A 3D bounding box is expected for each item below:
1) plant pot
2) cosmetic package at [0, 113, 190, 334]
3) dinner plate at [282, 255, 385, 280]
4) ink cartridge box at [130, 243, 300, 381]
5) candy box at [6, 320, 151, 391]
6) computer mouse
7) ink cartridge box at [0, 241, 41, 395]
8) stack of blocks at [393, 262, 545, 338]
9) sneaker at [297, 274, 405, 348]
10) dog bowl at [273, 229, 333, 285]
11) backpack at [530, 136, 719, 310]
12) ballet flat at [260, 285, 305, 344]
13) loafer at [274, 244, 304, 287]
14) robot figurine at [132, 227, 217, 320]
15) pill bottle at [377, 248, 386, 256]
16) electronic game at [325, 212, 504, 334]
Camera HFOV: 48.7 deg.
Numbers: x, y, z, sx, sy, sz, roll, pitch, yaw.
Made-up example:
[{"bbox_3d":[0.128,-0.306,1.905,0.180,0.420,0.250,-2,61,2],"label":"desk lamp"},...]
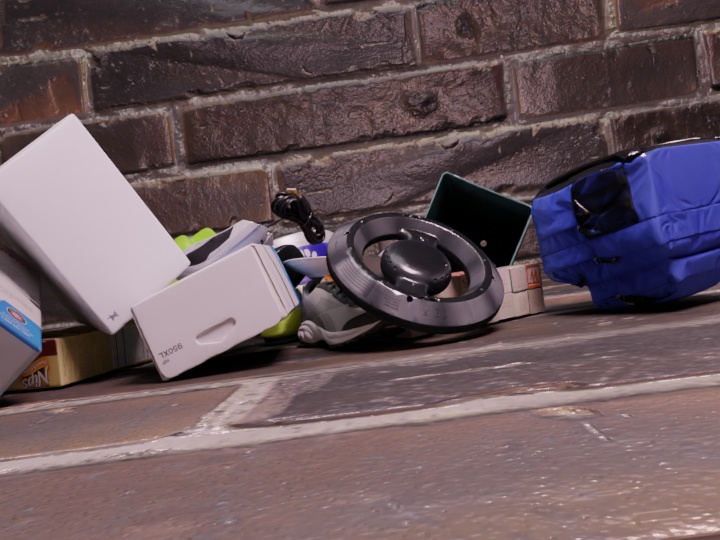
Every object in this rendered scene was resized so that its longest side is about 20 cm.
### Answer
[{"bbox_3d":[0.170,-0.031,1.198,0.139,0.144,0.200,23,-4,14],"label":"plant pot"},{"bbox_3d":[-0.321,-0.048,0.903,0.123,0.201,0.199,-43,21,-20],"label":"cosmetic package"},{"bbox_3d":[0.000,0.000,0.999,0.195,0.025,0.200,1,-5,0],"label":"dinner plate"},{"bbox_3d":[-0.149,0.039,0.871,0.142,0.086,0.200,-28,1,-1],"label":"ink cartridge box"},{"bbox_3d":[-0.342,0.098,0.947,0.113,0.057,0.200,-6,2,16],"label":"candy box"},{"bbox_3d":[-0.142,-0.025,0.989,0.197,0.044,0.110,-29,-28,4],"label":"computer mouse"},{"bbox_3d":[-0.401,0.024,0.791,0.084,0.146,0.200,-46,30,0],"label":"ink cartridge box"},{"bbox_3d":[0.111,0.035,0.945,0.197,0.060,0.114,-8,1,-37],"label":"stack of blocks"},{"bbox_3d":[-0.018,0.044,0.893,0.073,0.082,0.199,-6,1,-31],"label":"sneaker"},{"bbox_3d":[-0.115,0.019,1.241,0.196,0.080,0.201,-22,-15,-6],"label":"dog bowl"},{"bbox_3d":[0.287,-0.044,0.874,0.159,0.172,0.199,-5,-5,-31],"label":"backpack"},{"bbox_3d":[-0.087,0.056,1.104,0.065,0.069,0.199,-7,1,20],"label":"ballet flat"},{"bbox_3d":[-0.157,0.041,1.048,0.199,0.074,0.072,-38,19,-30],"label":"loafer"},{"bbox_3d":[-0.264,0.033,1.118,0.199,0.177,0.115,-40,44,-11],"label":"robot figurine"},{"bbox_3d":[0.079,0.008,1.463,0.107,0.113,0.200,-7,0,13],"label":"pill bottle"},{"bbox_3d":[0.059,-0.001,0.850,0.195,0.042,0.202,11,33,-7],"label":"electronic game"}]
